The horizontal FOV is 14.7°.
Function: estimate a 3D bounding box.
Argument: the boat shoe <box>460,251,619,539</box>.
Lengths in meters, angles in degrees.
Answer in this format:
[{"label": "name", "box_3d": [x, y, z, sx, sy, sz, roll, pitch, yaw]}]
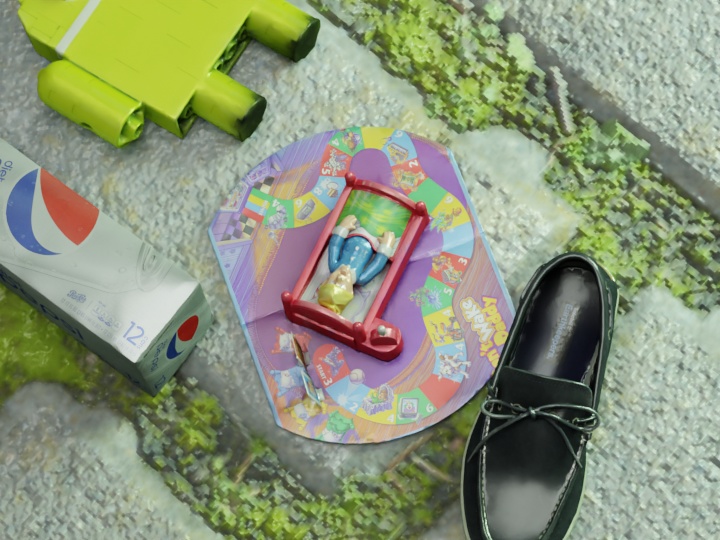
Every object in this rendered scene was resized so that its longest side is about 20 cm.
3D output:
[{"label": "boat shoe", "box_3d": [0.103, 0.080, 1.607, 0.074, 0.062, 0.201, 14, 74, 9]}]

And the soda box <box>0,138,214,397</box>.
[{"label": "soda box", "box_3d": [-0.184, -0.013, 1.667, 0.199, 0.068, 0.064, 35, 77, 17]}]

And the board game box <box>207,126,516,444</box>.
[{"label": "board game box", "box_3d": [0.000, 0.000, 1.656, 0.157, 0.039, 0.201, -20, 70, -1]}]

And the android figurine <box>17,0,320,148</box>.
[{"label": "android figurine", "box_3d": [-0.130, -0.166, 1.732, 0.199, 0.041, 0.183, 33, 77, 14]}]
